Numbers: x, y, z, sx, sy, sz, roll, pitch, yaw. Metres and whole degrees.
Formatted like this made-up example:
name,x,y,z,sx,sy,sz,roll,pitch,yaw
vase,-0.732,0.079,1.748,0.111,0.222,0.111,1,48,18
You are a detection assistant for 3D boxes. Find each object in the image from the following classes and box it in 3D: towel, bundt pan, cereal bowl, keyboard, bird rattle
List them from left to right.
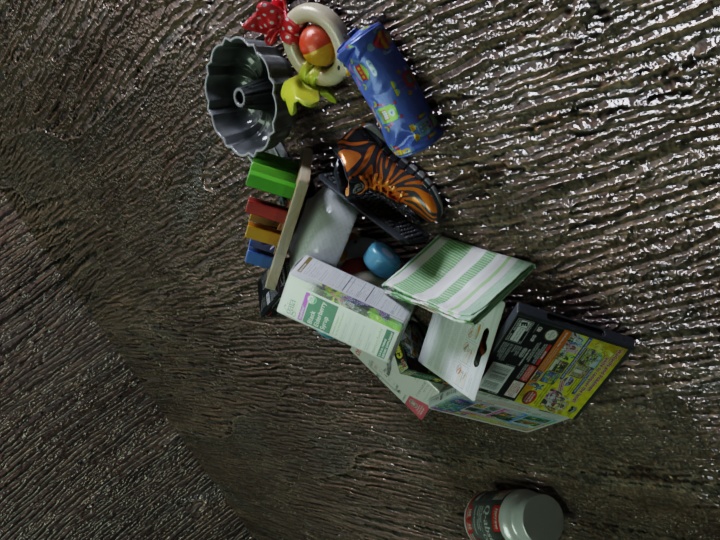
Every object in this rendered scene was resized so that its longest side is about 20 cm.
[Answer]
name,x,y,z,sx,sy,sz,roll,pitch,yaw
bundt pan,-0.174,-0.294,1.661,0.202,0.076,0.202,19,116,44
bird rattle,-0.076,-0.349,1.516,0.163,0.113,0.200,-6,107,44
cereal bowl,-0.071,-0.065,1.684,0.083,0.200,0.200,22,153,-9
keyboard,0.035,-0.106,1.602,0.200,0.127,0.021,40,117,25
towel,0.146,0.011,1.523,0.200,0.153,0.023,20,142,47

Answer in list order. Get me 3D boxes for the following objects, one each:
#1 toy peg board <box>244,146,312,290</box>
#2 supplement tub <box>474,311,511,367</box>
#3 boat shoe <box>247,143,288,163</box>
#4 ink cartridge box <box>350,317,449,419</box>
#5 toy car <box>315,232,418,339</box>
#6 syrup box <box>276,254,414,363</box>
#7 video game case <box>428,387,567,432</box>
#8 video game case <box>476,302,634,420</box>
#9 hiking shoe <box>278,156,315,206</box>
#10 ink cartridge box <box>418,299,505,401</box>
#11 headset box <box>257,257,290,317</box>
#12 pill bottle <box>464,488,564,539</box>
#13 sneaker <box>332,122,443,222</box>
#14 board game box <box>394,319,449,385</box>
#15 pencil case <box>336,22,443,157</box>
name,x,y,z,sx,sy,sz,roll,pitch,yaw
toy peg board,-0.158,-0.104,1.679,0.098,0.200,0.199,17,111,-7
supplement tub,0.223,0.129,1.605,0.107,0.107,0.200,50,151,0
boat shoe,-0.207,-0.261,1.802,0.200,0.065,0.074,55,152,-10
ink cartridge box,0.085,0.165,1.870,0.200,0.083,0.147,43,151,13
toy car,0.000,0.000,1.727,0.184,0.177,0.200,-50,43,23
syrup box,-0.024,0.059,1.574,0.200,0.081,0.079,24,120,6
video game case,0.241,0.228,1.665,0.200,0.024,0.182,15,157,-16
video game case,0.282,0.140,1.487,0.181,0.026,0.200,17,137,-5
hiking shoe,-0.119,-0.117,1.840,0.087,0.074,0.200,17,133,59
ink cartridge box,0.172,0.101,1.557,0.200,0.050,0.162,30,105,62
headset box,-0.079,0.032,1.855,0.149,0.200,0.075,135,131,-64
pill bottle,0.296,0.481,1.911,0.116,0.116,0.200,53,152,-4
sneaker,0.032,-0.132,1.560,0.200,0.112,0.078,45,151,10
board game box,0.104,0.138,1.706,0.200,0.023,0.105,24,-137,-59
pencil case,0.039,-0.260,1.432,0.087,0.078,0.200,-23,106,31
